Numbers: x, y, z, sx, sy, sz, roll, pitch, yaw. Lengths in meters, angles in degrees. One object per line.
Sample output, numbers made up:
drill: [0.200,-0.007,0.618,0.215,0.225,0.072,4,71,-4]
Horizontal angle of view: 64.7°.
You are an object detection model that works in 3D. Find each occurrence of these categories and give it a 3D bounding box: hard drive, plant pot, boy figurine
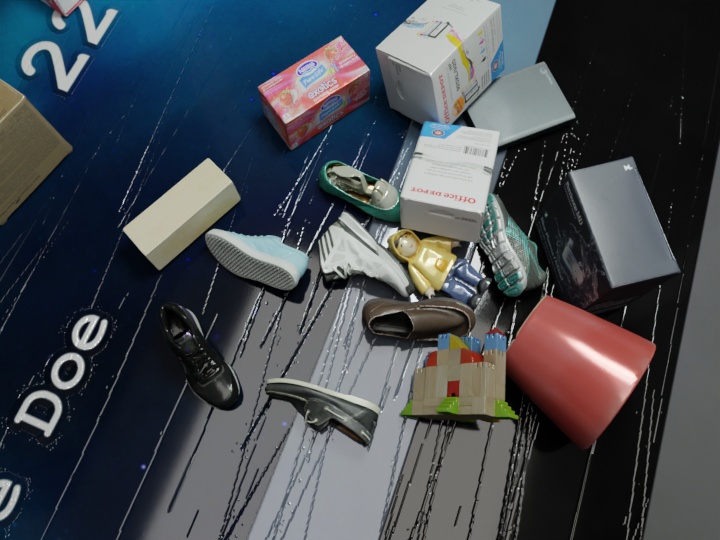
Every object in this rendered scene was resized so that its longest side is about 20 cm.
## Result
hard drive: [0.307,-0.323,1.131,0.196,0.033,0.142,-21,73,-7]
plant pot: [0.332,0.148,0.904,0.176,0.201,0.201,34,74,21]
boy figurine: [0.137,-0.014,1.011,0.198,0.064,0.125,36,85,8]

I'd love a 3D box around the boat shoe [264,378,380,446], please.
boat shoe: [-0.068,0.226,0.926,0.196,0.072,0.069,18,68,3]

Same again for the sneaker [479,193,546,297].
sneaker: [0.272,-0.047,1.029,0.089,0.078,0.204,-2,65,-27]

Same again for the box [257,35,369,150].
box: [-0.087,-0.344,1.102,0.198,0.095,0.103,-35,74,-11]

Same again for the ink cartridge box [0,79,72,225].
ink cartridge box: [-0.644,-0.206,1.015,0.074,0.165,0.202,31,73,12]

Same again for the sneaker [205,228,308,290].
sneaker: [-0.183,-0.032,1.023,0.197,0.075,0.082,25,43,13]

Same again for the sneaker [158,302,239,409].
sneaker: [-0.278,0.142,0.943,0.075,0.088,0.201,-37,76,-12]

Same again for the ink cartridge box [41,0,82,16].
ink cartridge box: [-0.666,-0.661,1.208,0.198,0.085,0.147,33,74,12]

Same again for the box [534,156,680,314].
box: [0.398,-0.045,0.953,0.115,0.201,0.201,-12,71,-4]

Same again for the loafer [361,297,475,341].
loafer: [0.097,0.093,0.962,0.195,0.071,0.075,-1,110,7]

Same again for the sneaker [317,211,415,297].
sneaker: [0.000,0.000,1.011,0.115,0.076,0.200,-44,69,-4]

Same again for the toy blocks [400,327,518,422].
toy blocks: [0.156,0.164,0.909,0.099,0.198,0.140,22,65,-36]

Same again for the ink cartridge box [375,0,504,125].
ink cartridge box: [0.154,-0.397,1.075,0.144,0.148,0.200,36,75,32]

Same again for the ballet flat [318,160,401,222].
ballet flat: [0.011,-0.148,1.051,0.196,0.071,0.068,23,72,7]

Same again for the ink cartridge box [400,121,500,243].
ink cartridge box: [0.161,-0.162,1.015,0.143,0.085,0.203,12,56,12]

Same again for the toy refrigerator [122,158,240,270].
toy refrigerator: [-0.321,-0.102,1.036,0.076,0.070,0.200,41,75,19]
